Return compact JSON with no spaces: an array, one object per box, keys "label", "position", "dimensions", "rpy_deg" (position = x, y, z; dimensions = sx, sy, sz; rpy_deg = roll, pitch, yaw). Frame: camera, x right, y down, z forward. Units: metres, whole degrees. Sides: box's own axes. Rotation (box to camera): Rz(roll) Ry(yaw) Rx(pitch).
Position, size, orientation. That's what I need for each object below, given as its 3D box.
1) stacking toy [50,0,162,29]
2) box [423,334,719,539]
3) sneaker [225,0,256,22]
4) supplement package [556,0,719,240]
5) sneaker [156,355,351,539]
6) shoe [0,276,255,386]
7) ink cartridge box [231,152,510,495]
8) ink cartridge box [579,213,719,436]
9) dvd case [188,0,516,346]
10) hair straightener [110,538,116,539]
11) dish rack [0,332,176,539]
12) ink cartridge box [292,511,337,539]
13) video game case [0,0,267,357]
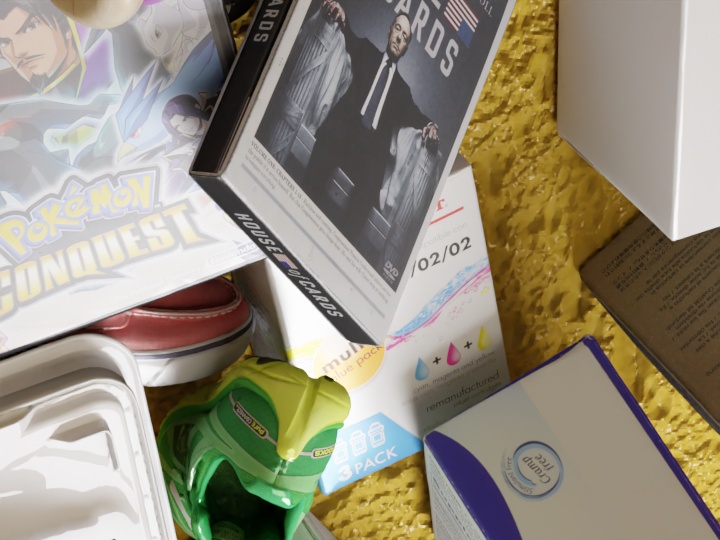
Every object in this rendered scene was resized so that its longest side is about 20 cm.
[{"label":"stacking toy","position":[-0.040,-0.168,0.937],"dimensions":[0.199,0.085,0.086],"rpy_deg":[-27,131,-30]},{"label":"box","position":[0.123,0.162,1.223],"dimensions":[0.105,0.184,0.200],"rpy_deg":[-30,160,-8]},{"label":"sneaker","position":[-0.126,-0.150,1.001],"dimensions":[0.199,0.067,0.091],"rpy_deg":[2,122,-27]},{"label":"supplement package","position":[0.173,-0.139,1.138],"dimensions":[0.121,0.120,0.201],"rpy_deg":[-17,127,-20]},{"label":"sneaker","position":[-0.065,0.102,1.145],"dimensions":[0.074,0.200,0.084],"rpy_deg":[23,66,-7]},{"label":"shoe","position":[-0.132,-0.005,1.090],"dimensions":[0.199,0.072,0.091],"rpy_deg":[3,122,-27]},{"label":"ink cartridge box","position":[0.000,0.000,1.168],"dimensions":[0.115,0.068,0.201],"rpy_deg":[-24,129,-14]},{"label":"ink cartridge box","position":[0.239,-0.006,1.234],"dimensions":[0.200,0.165,0.075],"rpy_deg":[-41,130,2]},{"label":"dvd case","position":[0.003,-0.089,1.060],"dimensions":[0.150,0.025,0.201],"rpy_deg":[47,58,-48]},{"label":"hair straightener","position":[-0.157,0.168,1.030],"dimensions":[0.199,0.077,0.041],"rpy_deg":[-10,139,-26]},{"label":"dish rack","position":[-0.162,0.137,1.083],"dimensions":[0.171,0.044,0.201],"rpy_deg":[-20,127,-15]},{"label":"ink cartridge box","position":[-0.037,0.231,1.289],"dimensions":[0.145,0.084,0.200],"rpy_deg":[-39,131,0]},{"label":"video game case","position":[-0.143,-0.051,1.002],"dimensions":[0.199,0.026,0.182],"rpy_deg":[-20,125,-9]}]
